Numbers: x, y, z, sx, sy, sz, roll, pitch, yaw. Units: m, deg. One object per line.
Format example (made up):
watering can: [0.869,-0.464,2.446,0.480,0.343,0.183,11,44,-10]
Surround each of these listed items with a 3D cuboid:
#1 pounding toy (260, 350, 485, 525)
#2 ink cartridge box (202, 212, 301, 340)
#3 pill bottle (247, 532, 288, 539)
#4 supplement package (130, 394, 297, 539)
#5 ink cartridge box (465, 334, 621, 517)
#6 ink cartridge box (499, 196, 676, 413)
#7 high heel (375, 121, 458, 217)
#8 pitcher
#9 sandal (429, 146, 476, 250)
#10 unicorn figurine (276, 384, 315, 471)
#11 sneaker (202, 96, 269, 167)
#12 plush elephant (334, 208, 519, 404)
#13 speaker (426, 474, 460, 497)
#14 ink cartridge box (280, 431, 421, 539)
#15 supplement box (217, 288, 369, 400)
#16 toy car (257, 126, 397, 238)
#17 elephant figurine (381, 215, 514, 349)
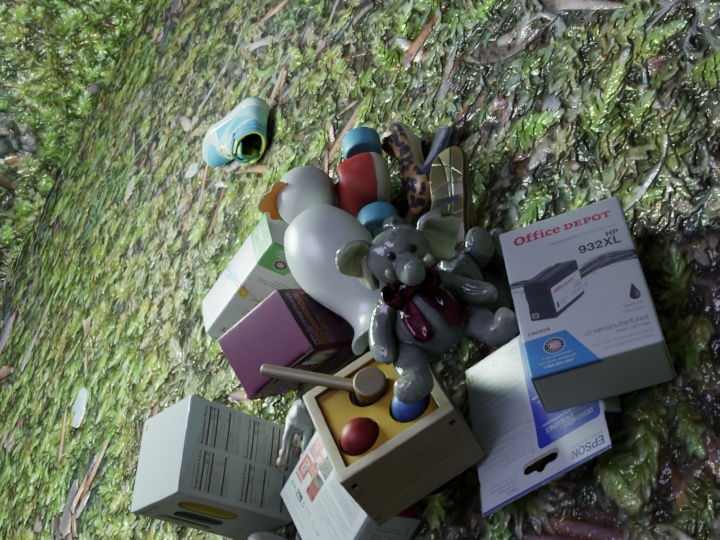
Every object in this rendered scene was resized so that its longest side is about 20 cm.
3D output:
pounding toy: [0.011,0.168,1.307,0.183,0.143,0.200,-33,39,2]
ink cartridge box: [-0.138,0.029,1.710,0.200,0.144,0.084,-51,34,24]
pill bottle: [-0.148,0.481,1.527,0.109,0.109,0.201,30,95,59]
supplement package: [-0.220,0.307,1.663,0.151,0.199,0.152,-30,46,45]
ink cartridge box: [0.209,0.161,1.257,0.197,0.047,0.201,-38,43,36]
ink cartridge box: [0.244,0.035,1.191,0.144,0.084,0.201,-18,50,14]
high heel: [0.056,-0.152,1.666,0.199,0.071,0.144,7,73,52]
pitcher: [0.000,0.000,1.514,0.200,0.171,0.122,52,138,22]
sandal: [0.129,-0.073,1.517,0.080,0.054,0.202,-7,68,40]
unicorn figurine: [-0.081,0.223,1.579,0.200,0.073,0.139,155,129,-68]
sneaker: [-0.259,-0.249,2.205,0.200,0.079,0.131,-42,37,36]
plush elephant: [0.063,0.019,1.242,0.164,0.156,0.200,-29,29,-3]
speaker: [0.066,0.194,1.416,0.081,0.081,0.201,-50,34,25]
ink cartridge box: [-0.007,0.298,1.451,0.177,0.083,0.200,-61,32,15]
supplement box: [-0.087,0.101,1.565,0.131,0.200,0.104,-38,74,22]
toy car: [-0.058,-0.098,1.640,0.178,0.198,0.186,100,163,-53]
elephant figurine: [0.111,0.015,1.423,0.199,0.141,0.156,-8,49,48]
